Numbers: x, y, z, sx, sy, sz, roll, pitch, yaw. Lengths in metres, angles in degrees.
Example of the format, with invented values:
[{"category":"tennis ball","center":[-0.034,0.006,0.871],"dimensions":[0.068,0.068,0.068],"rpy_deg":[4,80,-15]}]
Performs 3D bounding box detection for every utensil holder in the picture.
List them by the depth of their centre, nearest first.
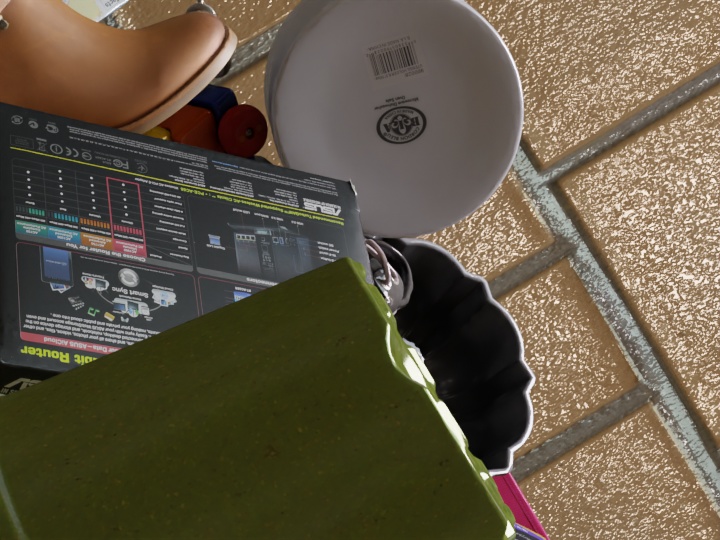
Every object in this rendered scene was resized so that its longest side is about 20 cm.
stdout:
[{"category":"utensil holder","center":[0.020,-0.112,1.178],"dimensions":[0.170,0.170,0.200],"rpy_deg":[59,4,-11]}]

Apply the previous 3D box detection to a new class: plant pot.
[{"category":"plant pot","center":[-0.051,0.094,0.657],"dimensions":[0.200,0.190,0.200],"rpy_deg":[60,0,0]}]

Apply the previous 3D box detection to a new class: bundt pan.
[{"category":"bundt pan","center":[0.013,0.075,1.183],"dimensions":[0.202,0.202,0.076],"rpy_deg":[59,-37,14]}]

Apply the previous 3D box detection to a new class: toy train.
[{"category":"toy train","center":[-0.125,-0.077,1.106],"dimensions":[0.085,0.116,0.200],"rpy_deg":[16,-50,49]}]

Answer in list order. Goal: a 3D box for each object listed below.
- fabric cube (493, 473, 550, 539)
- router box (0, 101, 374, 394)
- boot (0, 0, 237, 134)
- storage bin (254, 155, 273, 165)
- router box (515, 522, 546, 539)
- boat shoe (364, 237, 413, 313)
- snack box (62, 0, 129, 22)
[{"category":"fabric cube","center":[0.031,0.205,1.437],"dimensions":[0.196,0.199,0.200],"rpy_deg":[60,0,-4]},{"category":"router box","center":[-0.088,0.014,0.821],"dimensions":[0.200,0.062,0.150],"rpy_deg":[12,47,-27]},{"category":"boot","center":[-0.175,-0.133,0.925],"dimensions":[0.074,0.200,0.155],"rpy_deg":[35,-30,63]},{"category":"storage bin","center":[-0.085,0.015,1.263],"dimensions":[0.145,0.200,0.134],"rpy_deg":[6,-21,30]},{"category":"router box","center":[0.044,0.241,0.925],"dimensions":[0.052,0.200,0.157],"rpy_deg":[28,9,-14]},{"category":"boat shoe","center":[0.000,0.000,1.053],"dimensions":[0.067,0.057,0.200],"rpy_deg":[56,0,3]},{"category":"snack box","center":[-0.208,-0.172,1.012],"dimensions":[0.037,0.200,0.116],"rpy_deg":[-15,-67,53]}]
